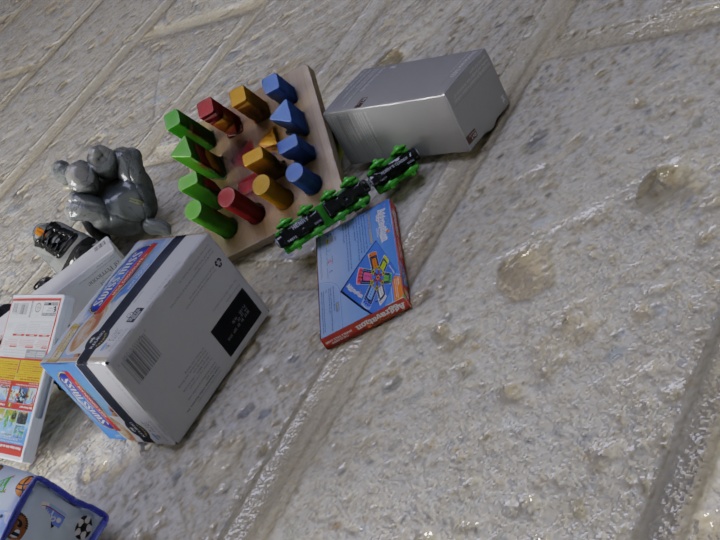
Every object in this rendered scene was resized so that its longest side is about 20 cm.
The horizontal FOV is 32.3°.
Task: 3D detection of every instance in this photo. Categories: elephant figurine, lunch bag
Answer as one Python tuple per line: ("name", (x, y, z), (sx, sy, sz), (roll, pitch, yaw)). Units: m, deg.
("elephant figurine", (-0.362, -0.105, 1.786), (0.141, 0.156, 0.200), (-7, -5, -17))
("lunch bag", (-0.377, 0.297, 1.240), (0.169, 0.124, 0.201), (4, 62, 48))

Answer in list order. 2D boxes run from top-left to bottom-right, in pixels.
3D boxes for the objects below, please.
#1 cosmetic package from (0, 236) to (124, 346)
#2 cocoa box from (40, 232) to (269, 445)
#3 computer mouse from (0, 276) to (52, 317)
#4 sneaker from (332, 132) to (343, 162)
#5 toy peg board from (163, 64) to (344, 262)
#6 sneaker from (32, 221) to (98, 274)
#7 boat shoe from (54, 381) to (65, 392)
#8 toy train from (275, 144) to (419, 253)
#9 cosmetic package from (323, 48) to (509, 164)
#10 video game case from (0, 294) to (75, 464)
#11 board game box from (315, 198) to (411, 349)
("cosmetic package", (-0.381, 0.053, 1.618), (0.200, 0.083, 0.051), (-38, 33, -4))
("cocoa box", (-0.225, 0.074, 1.378), (0.131, 0.134, 0.200), (-3, 43, 44))
("computer mouse", (-0.484, 0.083, 1.719), (0.200, 0.046, 0.140), (-36, 24, -23))
("sneaker", (-0.106, -0.133, 1.604), (0.200, 0.080, 0.130), (-44, 30, -12))
("toy peg board", (-0.141, -0.142, 1.534), (0.198, 0.098, 0.201), (-26, 64, 20))
("sneaker", (-0.418, -0.030, 1.743), (0.074, 0.079, 0.200), (-52, 23, -13))
("boat shoe", (-0.291, 0.082, 1.527), (0.062, 0.073, 0.200), (40, 65, 17))
("toy train", (-0.015, -0.082, 1.456), (0.199, 0.042, 0.056), (-33, -5, -8))
("cosmetic package", (0.067, -0.196, 1.507), (0.199, 0.090, 0.107), (-6, 35, 43))
("video game case", (-0.408, 0.127, 1.504), (0.143, 0.017, 0.201), (-1, 72, 50))
("board game box", (0.000, 0.000, 1.370), (0.103, 0.019, 0.200), (-29, 31, 15))
